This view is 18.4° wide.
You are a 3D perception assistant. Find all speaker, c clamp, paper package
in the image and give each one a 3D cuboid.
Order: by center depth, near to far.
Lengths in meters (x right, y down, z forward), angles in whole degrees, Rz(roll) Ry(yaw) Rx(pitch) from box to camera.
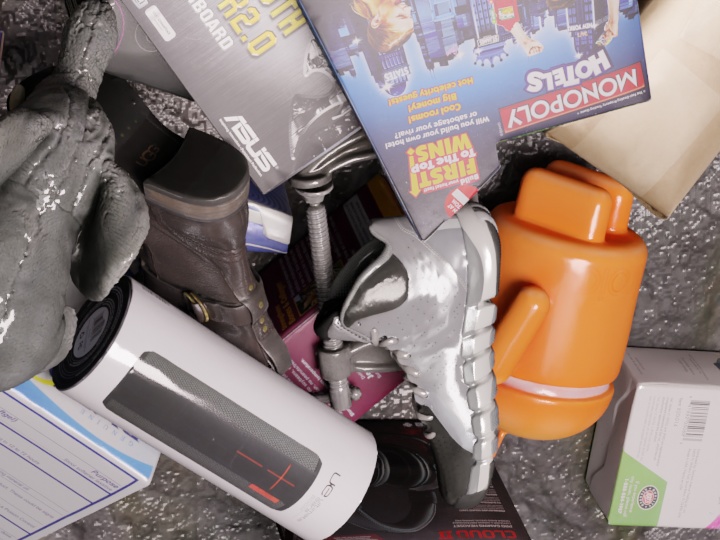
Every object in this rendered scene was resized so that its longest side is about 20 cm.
[{"bbox_3d":[-0.086,0.087,1.364,0.200,0.081,0.081,35,102,-25],"label":"speaker"},{"bbox_3d":[0.000,0.000,1.420,0.170,0.027,0.201,-5,113,-9],"label":"c clamp"},{"bbox_3d":[0.195,-0.162,1.423,0.103,0.191,0.200,32,103,-19],"label":"paper package"}]

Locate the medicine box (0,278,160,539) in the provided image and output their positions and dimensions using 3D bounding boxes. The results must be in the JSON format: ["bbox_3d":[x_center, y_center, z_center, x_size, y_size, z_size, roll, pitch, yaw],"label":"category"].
[{"bbox_3d":[-0.242,0.078,1.427,0.182,0.103,0.200,36,139,-24],"label":"medicine box"}]

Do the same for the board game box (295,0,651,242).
[{"bbox_3d":[0.060,-0.128,1.291,0.199,0.062,0.201,-15,119,-5],"label":"board game box"}]

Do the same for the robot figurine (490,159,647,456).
[{"bbox_3d":[0.128,0.029,1.523,0.116,0.144,0.201,7,108,-12],"label":"robot figurine"}]

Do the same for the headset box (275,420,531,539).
[{"bbox_3d":[0.027,0.182,1.533,0.148,0.200,0.078,1,114,-12],"label":"headset box"}]

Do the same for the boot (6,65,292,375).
[{"bbox_3d":[-0.132,-0.024,1.384,0.069,0.199,0.175,-43,148,-28],"label":"boot"}]

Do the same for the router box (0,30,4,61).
[{"bbox_3d":[-0.332,-0.094,1.300,0.199,0.049,0.180,19,128,-21],"label":"router box"}]

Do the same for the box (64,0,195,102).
[{"bbox_3d":[-0.079,-0.215,1.376,0.148,0.124,0.201,16,110,-20],"label":"box"}]

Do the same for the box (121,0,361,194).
[{"bbox_3d":[-0.050,-0.168,1.306,0.158,0.048,0.200,-33,119,3],"label":"box"}]

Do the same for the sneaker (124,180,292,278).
[{"bbox_3d":[-0.150,-0.025,1.476,0.198,0.081,0.116,11,115,-10],"label":"sneaker"}]

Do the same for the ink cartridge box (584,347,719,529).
[{"bbox_3d":[0.276,0.125,1.638,0.199,0.067,0.118,4,112,-13],"label":"ink cartridge box"}]

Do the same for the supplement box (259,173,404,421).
[{"bbox_3d":[-0.027,0.044,1.508,0.200,0.110,0.086,-40,114,7],"label":"supplement box"}]

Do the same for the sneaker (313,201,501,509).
[{"bbox_3d":[0.026,0.055,1.408,0.115,0.075,0.201,-3,104,-11],"label":"sneaker"}]

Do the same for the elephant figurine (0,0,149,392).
[{"bbox_3d":[-0.185,-0.041,1.237,0.201,0.155,0.141,-56,155,13],"label":"elephant figurine"}]
